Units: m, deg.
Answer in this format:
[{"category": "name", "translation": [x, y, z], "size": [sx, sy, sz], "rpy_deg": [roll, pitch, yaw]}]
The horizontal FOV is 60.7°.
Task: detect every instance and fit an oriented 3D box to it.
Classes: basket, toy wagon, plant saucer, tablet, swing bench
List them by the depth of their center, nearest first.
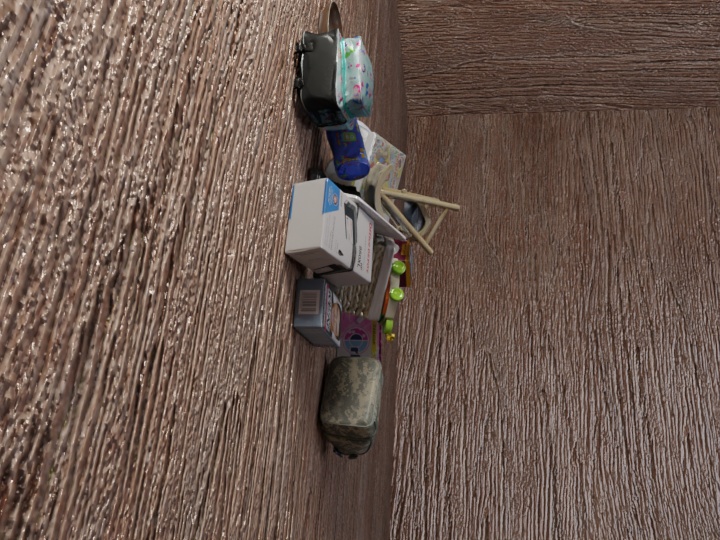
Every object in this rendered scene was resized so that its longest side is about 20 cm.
[{"category": "tablet", "translation": [0.003, -0.120, 1.332], "size": [0.200, 0.130, 0.014], "rpy_deg": [36, 78, -47]}, {"category": "swing bench", "translation": [0.099, -0.154, 1.456], "size": [0.130, 0.199, 0.199], "rpy_deg": [-59, -169, 7]}, {"category": "plant saucer", "translation": [-0.070, -0.531, 1.462], "size": [0.200, 0.032, 0.202], "rpy_deg": [0, 90, -82]}, {"category": "basket", "translation": [0.000, 0.000, 1.467], "size": [0.136, 0.123, 0.201], "rpy_deg": [-98, -162, -66]}, {"category": "toy wagon", "translation": [0.068, 0.072, 1.488], "size": [0.155, 0.039, 0.201], "rpy_deg": [116, -18, -65]}]

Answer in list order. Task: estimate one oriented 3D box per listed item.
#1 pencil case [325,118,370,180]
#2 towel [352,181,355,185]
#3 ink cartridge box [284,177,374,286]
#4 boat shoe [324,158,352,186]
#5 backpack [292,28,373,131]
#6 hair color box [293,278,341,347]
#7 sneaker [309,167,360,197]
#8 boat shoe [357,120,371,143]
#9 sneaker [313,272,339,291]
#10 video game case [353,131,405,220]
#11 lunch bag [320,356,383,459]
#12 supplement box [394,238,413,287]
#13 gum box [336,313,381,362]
[{"category": "pencil case", "translation": [-0.039, -0.299, 1.378], "size": [0.078, 0.086, 0.201], "rpy_deg": [122, -43, -59]}, {"category": "towel", "translation": [-0.002, -0.204, 1.629], "size": [0.200, 0.023, 0.144], "rpy_deg": [-65, 143, -50]}, {"category": "ink cartridge box", "translation": [-0.054, -0.069, 1.210], "size": [0.200, 0.084, 0.146], "rpy_deg": [36, 53, -55]}, {"category": "boat shoe", "translation": [-0.053, -0.180, 1.492], "size": [0.069, 0.072, 0.201], "rpy_deg": [-119, -165, -61]}, {"category": "backpack", "translation": [-0.049, -0.380, 1.262], "size": [0.200, 0.149, 0.179], "rpy_deg": [64, 26, -82]}, {"category": "hair color box", "translation": [-0.085, 0.093, 1.283], "size": [0.200, 0.060, 0.100], "rpy_deg": [68, 24, -70]}, {"category": "sneaker", "translation": [-0.047, -0.173, 1.383], "size": [0.200, 0.103, 0.060], "rpy_deg": [68, 24, -68]}, {"category": "boat shoe", "translation": [0.007, -0.315, 1.609], "size": [0.202, 0.074, 0.087], "rpy_deg": [34, 39, -44]}, {"category": "sneaker", "translation": [-0.067, -0.051, 1.374], "size": [0.087, 0.074, 0.201], "rpy_deg": [-78, 167, -73]}, {"category": "video game case", "translation": [0.047, -0.235, 1.604], "size": [0.182, 0.023, 0.201], "rpy_deg": [18, 86, -58]}, {"category": "lunch bag", "translation": [-0.016, 0.333, 1.489], "size": [0.168, 0.138, 0.201], "rpy_deg": [79, 15, -48]}, {"category": "supplement box", "translation": [0.037, -0.020, 1.624], "size": [0.111, 0.199, 0.086], "rpy_deg": [-77, 164, -55]}, {"category": "gum box", "translation": [-0.002, 0.188, 1.664], "size": [0.066, 0.113, 0.201], "rpy_deg": [45, 46, -78]}]
